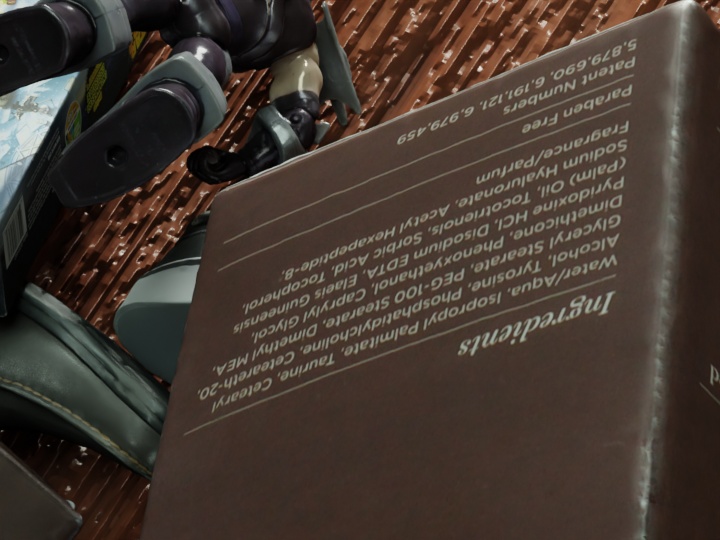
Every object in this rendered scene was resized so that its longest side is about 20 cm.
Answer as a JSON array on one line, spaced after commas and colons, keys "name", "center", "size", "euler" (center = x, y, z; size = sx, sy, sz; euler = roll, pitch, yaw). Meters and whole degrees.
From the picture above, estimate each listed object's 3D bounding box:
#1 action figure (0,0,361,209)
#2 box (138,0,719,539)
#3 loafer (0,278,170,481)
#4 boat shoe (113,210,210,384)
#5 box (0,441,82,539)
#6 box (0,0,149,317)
[{"name": "action figure", "center": [-0.063, -0.083, 0.991], "size": [0.069, 0.200, 0.130], "euler": [-35, 92, 27]}, {"name": "box", "center": [0.055, 0.072, 0.758], "size": [0.164, 0.166, 0.200], "euler": [-20, 41, 31]}, {"name": "loafer", "center": [-0.136, 0.035, 0.996], "size": [0.200, 0.073, 0.072], "euler": [27, 78, 34]}, {"name": "boat shoe", "center": [0.002, 0.002, 0.946], "size": [0.199, 0.074, 0.068], "euler": [-9, 43, 52]}, {"name": "box", "center": [-0.185, 0.035, 0.893], "size": [0.200, 0.100, 0.075], "euler": [40, 83, -9]}, {"name": "box", "center": [-0.160, -0.064, 1.018], "size": [0.136, 0.040, 0.200], "euler": [7, 38, 11]}]
